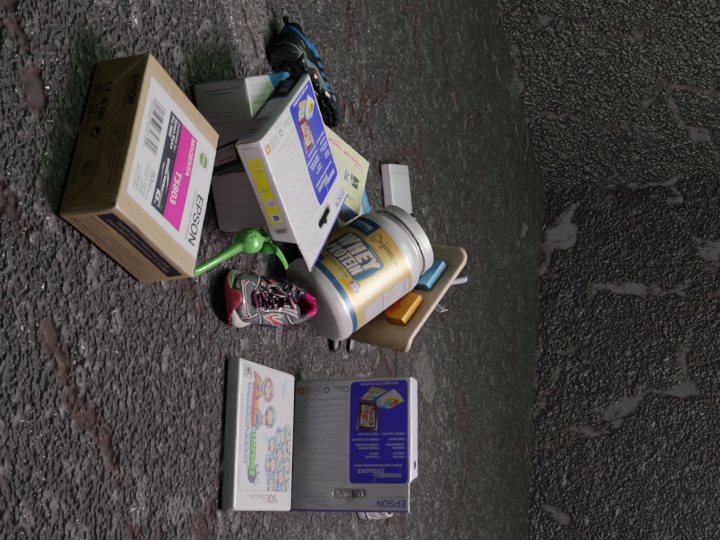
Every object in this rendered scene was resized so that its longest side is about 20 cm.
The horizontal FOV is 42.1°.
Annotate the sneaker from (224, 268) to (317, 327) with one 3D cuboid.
[{"bbox_3d":[-0.129,0.038,1.312,0.200,0.075,0.081,9,77,-69],"label":"sneaker"}]

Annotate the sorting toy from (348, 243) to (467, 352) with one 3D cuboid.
[{"bbox_3d":[0.060,0.032,1.538,0.036,0.185,0.200,48,66,-35],"label":"sorting toy"}]

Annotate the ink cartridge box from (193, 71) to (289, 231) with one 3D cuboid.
[{"bbox_3d":[-0.146,-0.166,1.293,0.145,0.084,0.200,-38,122,-66],"label":"ink cartridge box"}]

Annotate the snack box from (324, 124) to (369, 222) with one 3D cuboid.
[{"bbox_3d":[-0.072,-0.177,1.458,0.200,0.037,0.116,38,46,-31],"label":"snack box"}]

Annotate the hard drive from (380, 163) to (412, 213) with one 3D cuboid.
[{"bbox_3d":[0.083,-0.126,2.007,0.132,0.027,0.200,-12,98,-70],"label":"hard drive"}]

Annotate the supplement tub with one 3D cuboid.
[{"bbox_3d":[0.000,0.000,1.457,0.200,0.145,0.145,-36,128,-22],"label":"supplement tub"}]

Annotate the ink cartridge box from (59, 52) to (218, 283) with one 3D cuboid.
[{"bbox_3d":[-0.239,-0.111,1.040,0.165,0.075,0.200,50,39,-56],"label":"ink cartridge box"}]

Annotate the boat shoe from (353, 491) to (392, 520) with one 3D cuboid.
[{"bbox_3d":[0.018,0.356,1.655,0.071,0.070,0.200,-51,133,-62],"label":"boat shoe"}]

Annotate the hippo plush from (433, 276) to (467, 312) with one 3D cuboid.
[{"bbox_3d":[0.048,0.013,1.705,0.159,0.200,0.161,-54,125,-20],"label":"hippo plush"}]

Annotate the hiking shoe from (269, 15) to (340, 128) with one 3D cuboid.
[{"bbox_3d":[-0.078,-0.317,1.530,0.200,0.074,0.087,61,32,-49],"label":"hiking shoe"}]

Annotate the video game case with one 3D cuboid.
[{"bbox_3d":[-0.140,0.234,1.311,0.182,0.024,0.200,35,53,-65],"label":"video game case"}]

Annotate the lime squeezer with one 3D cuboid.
[{"bbox_3d":[-0.140,-0.024,1.248,0.200,0.038,0.071,-6,120,-58],"label":"lime squeezer"}]

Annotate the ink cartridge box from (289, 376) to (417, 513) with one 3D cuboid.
[{"bbox_3d":[-0.010,0.264,1.412,0.043,0.198,0.200,34,55,-61],"label":"ink cartridge box"}]

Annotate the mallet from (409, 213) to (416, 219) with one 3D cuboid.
[{"bbox_3d":[0.006,-0.043,1.577,0.066,0.200,0.041,54,-5,-39],"label":"mallet"}]

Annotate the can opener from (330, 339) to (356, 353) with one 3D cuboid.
[{"bbox_3d":[-0.019,0.046,1.630,0.079,0.063,0.200,40,48,-64],"label":"can opener"}]

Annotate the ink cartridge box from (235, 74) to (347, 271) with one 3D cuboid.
[{"bbox_3d":[-0.087,-0.133,1.266,0.198,0.047,0.200,-67,148,-51],"label":"ink cartridge box"}]

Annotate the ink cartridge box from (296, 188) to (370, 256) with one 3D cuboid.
[{"bbox_3d":[-0.051,-0.105,1.571,0.200,0.067,0.116,-61,142,-56],"label":"ink cartridge box"}]
